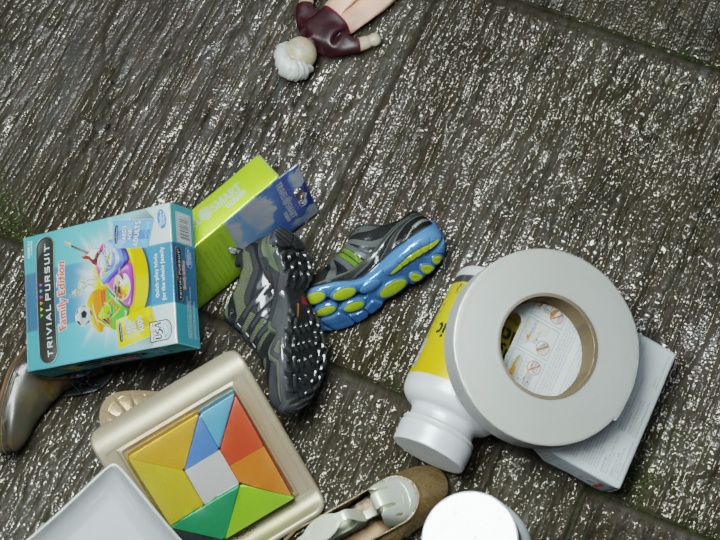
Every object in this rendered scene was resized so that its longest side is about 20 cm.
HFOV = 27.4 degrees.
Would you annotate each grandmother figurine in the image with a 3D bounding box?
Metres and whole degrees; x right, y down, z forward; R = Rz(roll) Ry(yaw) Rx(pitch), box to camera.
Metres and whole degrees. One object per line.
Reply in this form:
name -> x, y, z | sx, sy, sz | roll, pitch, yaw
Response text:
grandmother figurine -> -0.030, -0.306, 1.798 | 0.121, 0.061, 0.200 | 36, 75, 31

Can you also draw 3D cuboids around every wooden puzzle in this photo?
wooden puzzle -> -0.160, 0.214, 1.562 | 0.184, 0.037, 0.201 | -30, 95, -3

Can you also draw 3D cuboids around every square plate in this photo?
square plate -> -0.265, 0.335, 1.532 | 0.198, 0.028, 0.200 | -41, 98, -5

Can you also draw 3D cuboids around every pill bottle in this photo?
pill bottle -> 0.113, 0.106, 1.562 | 0.111, 0.111, 0.201 | 21, 73, 18
pill bottle -> 0.116, 0.284, 1.433 | 0.108, 0.200, 0.111 | -4, 66, 9

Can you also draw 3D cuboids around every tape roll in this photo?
tape roll -> 0.184, 0.079, 1.492 | 0.201, 0.037, 0.205 | 3, 77, -13

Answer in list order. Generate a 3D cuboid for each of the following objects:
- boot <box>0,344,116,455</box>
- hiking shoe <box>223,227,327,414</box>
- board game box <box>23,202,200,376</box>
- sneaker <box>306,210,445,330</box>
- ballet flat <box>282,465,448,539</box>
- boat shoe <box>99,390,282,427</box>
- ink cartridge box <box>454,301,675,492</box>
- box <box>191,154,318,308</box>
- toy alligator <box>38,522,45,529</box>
boot -> -0.335, 0.119, 1.659 | 0.096, 0.075, 0.201 | 11, 67, 18
hiking shoe -> -0.097, 0.061, 1.606 | 0.100, 0.075, 0.202 | -17, 70, 37
board game box -> -0.270, 0.023, 1.591 | 0.198, 0.047, 0.152 | -12, 75, 26
sneaker -> 0.000, 0.000, 1.661 | 0.199, 0.071, 0.083 | -30, 41, 0
ballet flat -> 0.000, 0.258, 1.537 | 0.199, 0.072, 0.068 | -26, 64, -1
boat shoe -> -0.185, 0.170, 1.614 | 0.198, 0.065, 0.073 | 4, 71, -8
ink cartridge box -> 0.209, 0.114, 1.535 | 0.199, 0.050, 0.163 | 28, 73, -4
box -> -0.147, -0.043, 1.668 | 0.200, 0.122, 0.048 | -40, 65, -8
toy alligator -> -0.342, 0.368, 1.560 | 0.054, 0.059, 0.202 | 10, 69, 14
